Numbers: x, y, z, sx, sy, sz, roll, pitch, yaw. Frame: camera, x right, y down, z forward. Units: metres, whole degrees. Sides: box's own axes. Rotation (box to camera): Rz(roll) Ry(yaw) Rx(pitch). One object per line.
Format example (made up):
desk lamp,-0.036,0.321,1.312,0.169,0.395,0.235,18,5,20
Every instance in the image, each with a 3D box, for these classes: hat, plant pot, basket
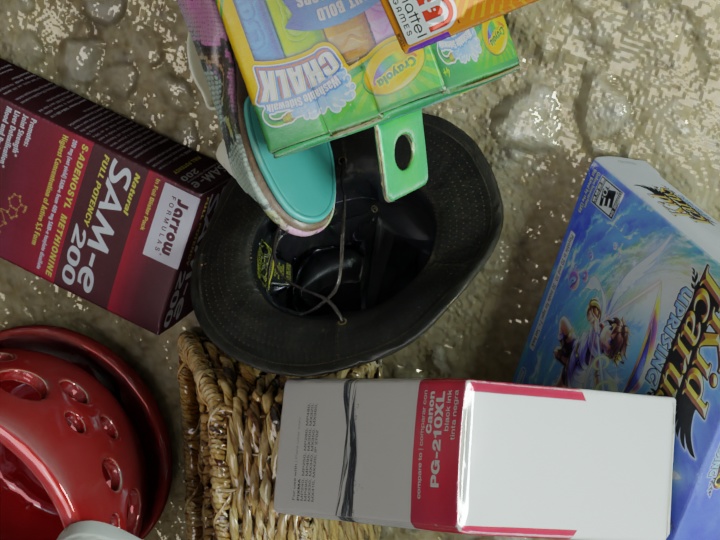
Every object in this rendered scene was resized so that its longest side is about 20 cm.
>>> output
hat,0.000,0.000,1.314,0.200,0.201,0.081,-2,145,23
plant pot,-0.229,0.145,1.410,0.200,0.182,0.201,7,110,20
basket,-0.075,0.156,1.374,0.148,0.143,0.201,7,110,19

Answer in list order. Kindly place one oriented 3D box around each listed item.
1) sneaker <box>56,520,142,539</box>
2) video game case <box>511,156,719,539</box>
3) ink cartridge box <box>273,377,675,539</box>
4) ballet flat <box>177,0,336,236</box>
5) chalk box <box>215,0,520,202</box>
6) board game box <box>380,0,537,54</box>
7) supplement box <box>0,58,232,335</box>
sneaker,-0.096,0.220,1.270,0.199,0.085,0.073,19,117,-6
video game case,0.164,0.063,1.237,0.181,0.045,0.201,46,125,49
ink cartridge box,0.061,0.106,1.220,0.200,0.144,0.085,-4,80,58
ballet flat,-0.068,-0.105,1.311,0.071,0.069,0.201,-33,70,46
chalk box,0.005,-0.143,1.242,0.123,0.124,0.201,-18,95,27
board game box,0.098,-0.260,1.129,0.199,0.200,0.201,-20,100,26
supplement box,-0.191,-0.052,1.398,0.199,0.061,0.109,25,115,12
